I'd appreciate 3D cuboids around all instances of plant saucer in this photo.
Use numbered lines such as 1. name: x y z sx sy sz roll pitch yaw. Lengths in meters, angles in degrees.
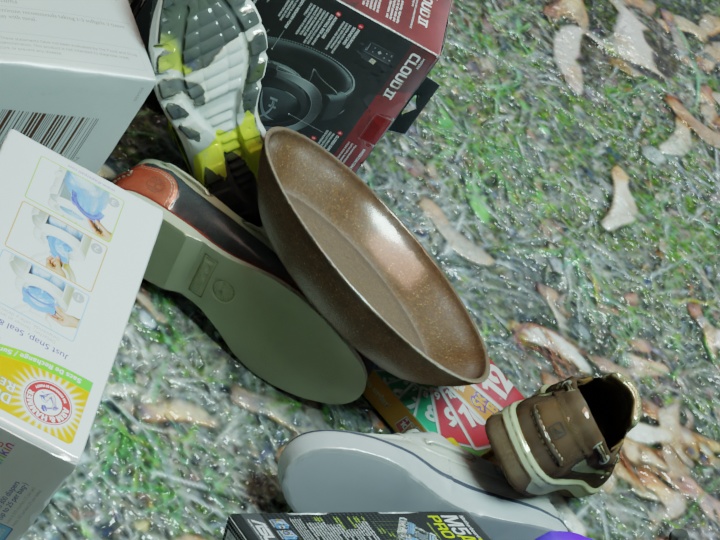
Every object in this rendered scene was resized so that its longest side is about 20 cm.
1. plant saucer: 0.000 0.000 1.483 0.200 0.037 0.201 44 15 -15

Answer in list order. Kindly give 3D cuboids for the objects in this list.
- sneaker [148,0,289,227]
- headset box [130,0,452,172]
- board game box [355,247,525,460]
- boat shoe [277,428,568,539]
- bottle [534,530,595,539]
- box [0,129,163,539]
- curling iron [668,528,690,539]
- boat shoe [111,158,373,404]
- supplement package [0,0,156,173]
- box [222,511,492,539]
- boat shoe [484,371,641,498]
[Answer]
1. sneaker: -0.099 -0.115 1.512 0.074 0.201 0.085 -21 42 -14
2. headset box: -0.046 -0.147 1.589 0.199 0.149 0.078 26 41 -13
3. board game box: 0.019 0.041 1.554 0.200 0.030 0.095 47 39 14
4. boat shoe: 0.036 0.129 1.450 0.199 0.071 0.070 18 29 -24
5. bottle: 0.119 0.243 1.374 0.065 0.084 0.201 21 37 -20
6. box: -0.193 0.041 1.318 0.101 0.113 0.201 29 40 -13
7. curling iron: 0.208 0.237 1.504 0.049 0.026 0.201 24 40 -21
8. boat shoe: -0.071 0.004 1.488 0.199 0.071 0.063 35 36 3
9. supplement package: -0.222 -0.159 1.488 0.116 0.117 0.201 4 51 -35
10. box: 0.031 0.199 1.310 0.159 0.045 0.200 3 25 -30
11. boat shoe: 0.141 0.097 1.499 0.075 0.075 0.202 62 16 5
